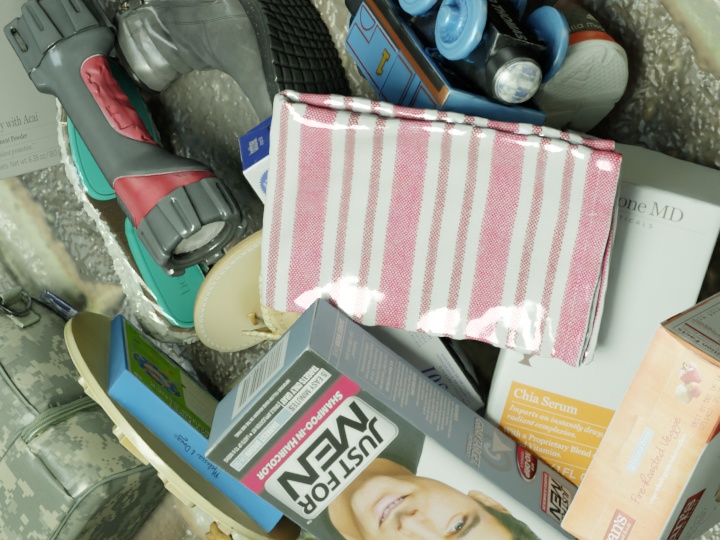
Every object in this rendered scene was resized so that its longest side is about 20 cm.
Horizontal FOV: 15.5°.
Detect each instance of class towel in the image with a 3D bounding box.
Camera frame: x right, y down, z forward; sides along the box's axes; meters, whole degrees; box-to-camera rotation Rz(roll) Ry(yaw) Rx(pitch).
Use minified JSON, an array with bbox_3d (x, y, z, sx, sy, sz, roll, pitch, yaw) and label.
[{"bbox_3d":[0.042,-0.023,1.476,0.199,0.030,0.147,9,126,6],"label":"towel"}]

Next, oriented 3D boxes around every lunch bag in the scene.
[{"bbox_3d":[-0.235,0.132,1.785,0.168,0.139,0.200,45,119,14],"label":"lunch bag"}]

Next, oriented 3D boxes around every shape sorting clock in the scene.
[{"bbox_3d":[-0.113,0.102,1.672,0.039,0.200,0.200,-46,75,6],"label":"shape sorting clock"}]

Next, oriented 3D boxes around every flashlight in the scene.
[{"bbox_3d":[-0.146,-0.094,1.673,0.068,0.068,0.200,-45,66,33],"label":"flashlight"}]

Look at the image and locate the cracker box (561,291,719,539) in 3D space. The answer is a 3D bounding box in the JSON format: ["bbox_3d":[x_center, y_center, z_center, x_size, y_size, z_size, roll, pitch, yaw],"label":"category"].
[{"bbox_3d":[0.201,0.078,1.468,0.058,0.200,0.134,33,117,21],"label":"cracker box"}]

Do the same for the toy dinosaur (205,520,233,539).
[{"bbox_3d":[-0.072,0.197,1.624,0.106,0.060,0.200,41,165,42],"label":"toy dinosaur"}]

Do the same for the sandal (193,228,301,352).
[{"bbox_3d":[-0.029,0.006,1.656,0.212,0.077,0.070,-43,43,27],"label":"sandal"}]

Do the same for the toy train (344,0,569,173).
[{"bbox_3d":[0.046,-0.134,1.538,0.115,0.086,0.200,-62,34,22],"label":"toy train"}]

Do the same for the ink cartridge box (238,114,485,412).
[{"bbox_3d":[0.000,0.000,1.580,0.044,0.094,0.200,-34,105,5],"label":"ink cartridge box"}]

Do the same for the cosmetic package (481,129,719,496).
[{"bbox_3d":[0.140,0.030,1.553,0.101,0.071,0.201,15,111,2],"label":"cosmetic package"}]

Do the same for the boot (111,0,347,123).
[{"bbox_3d":[-0.090,-0.139,1.687,0.131,0.070,0.201,-26,76,36],"label":"boot"}]

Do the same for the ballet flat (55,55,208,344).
[{"bbox_3d":[-0.157,-0.041,1.746,0.072,0.072,0.201,-22,87,33],"label":"ballet flat"}]

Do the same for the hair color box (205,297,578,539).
[{"bbox_3d":[0.020,0.118,1.524,0.200,0.061,0.099,37,116,-15],"label":"hair color box"}]

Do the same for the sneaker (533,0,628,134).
[{"bbox_3d":[0.085,-0.087,1.595,0.200,0.077,0.082,-48,48,29],"label":"sneaker"}]

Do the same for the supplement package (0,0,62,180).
[{"bbox_3d":[-0.293,-0.155,1.767,0.119,0.121,0.201,-6,98,32],"label":"supplement package"}]
